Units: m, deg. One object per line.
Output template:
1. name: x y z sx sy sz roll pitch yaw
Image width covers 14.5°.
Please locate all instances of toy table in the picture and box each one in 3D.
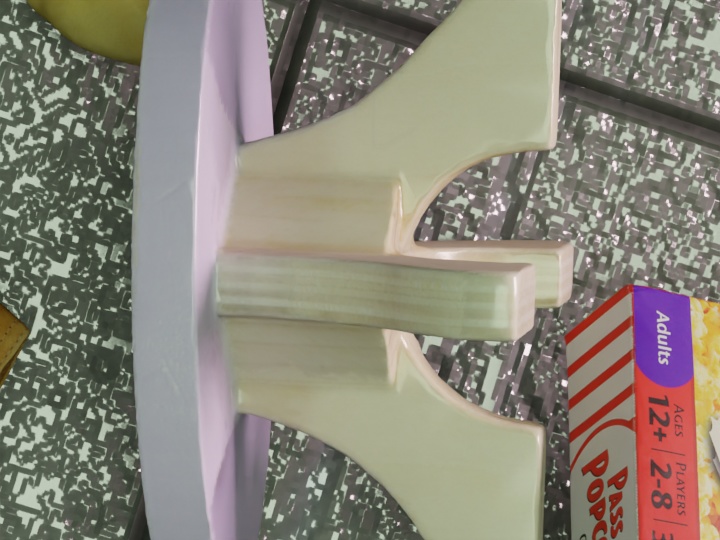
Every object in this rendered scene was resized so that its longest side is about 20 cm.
1. toy table: 0.000 0.000 0.848 0.116 0.184 0.201 2 105 9

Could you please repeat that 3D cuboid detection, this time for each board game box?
1. board game box: 0.161 0.099 0.874 0.199 0.046 0.152 12 61 -22

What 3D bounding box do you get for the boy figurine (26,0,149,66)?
1. boy figurine: -0.113 -0.151 0.876 0.124 0.064 0.200 -41 97 -4

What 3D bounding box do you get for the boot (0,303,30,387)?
1. boot: -0.162 -0.019 0.865 0.143 0.071 0.202 27 103 0
